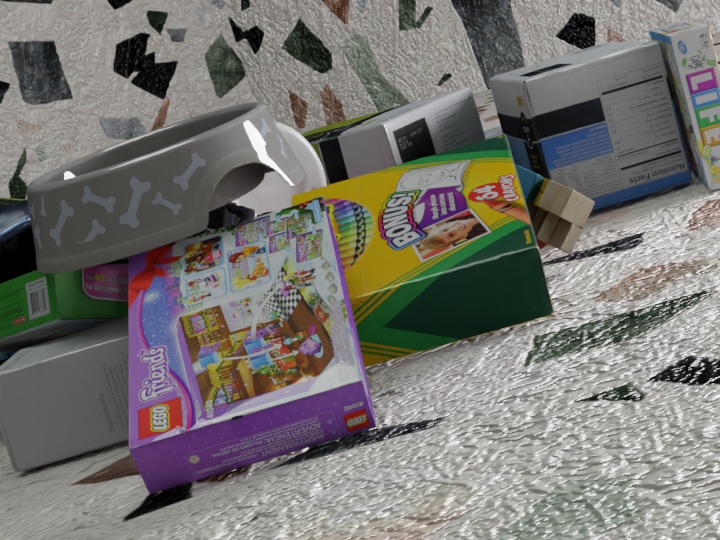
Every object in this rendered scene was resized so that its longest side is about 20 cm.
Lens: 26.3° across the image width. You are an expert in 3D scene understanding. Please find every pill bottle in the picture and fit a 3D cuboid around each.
[{"bbox_3d":[-0.126,-0.063,1.346,0.119,0.120,0.200,-22,10,-30],"label":"pill bottle"}]

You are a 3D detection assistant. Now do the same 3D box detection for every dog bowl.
[{"bbox_3d":[-0.139,-0.061,1.066,0.199,0.059,0.200,-18,12,4],"label":"dog bowl"}]

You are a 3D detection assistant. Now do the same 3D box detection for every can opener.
[{"bbox_3d":[-0.094,-0.024,1.128,0.066,0.053,0.200,7,4,-22],"label":"can opener"}]

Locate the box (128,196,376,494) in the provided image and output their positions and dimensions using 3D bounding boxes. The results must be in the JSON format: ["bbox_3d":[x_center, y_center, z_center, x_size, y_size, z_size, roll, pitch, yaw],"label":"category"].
[{"bbox_3d":[-0.072,0.039,0.936,0.136,0.039,0.200,-16,34,3],"label":"box"}]

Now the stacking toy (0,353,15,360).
[{"bbox_3d":[-0.262,0.067,1.314,0.199,0.086,0.085,-11,8,-8],"label":"stacking toy"}]

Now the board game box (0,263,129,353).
[{"bbox_3d":[-0.191,0.029,1.187,0.199,0.041,0.152,-1,-11,-45],"label":"board game box"}]

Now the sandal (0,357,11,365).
[{"bbox_3d":[-0.203,0.082,1.203,0.199,0.045,0.075,-4,0,-37],"label":"sandal"}]

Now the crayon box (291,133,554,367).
[{"bbox_3d":[0.037,-0.015,1.096,0.171,0.059,0.200,-15,26,6],"label":"crayon box"}]

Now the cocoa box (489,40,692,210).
[{"bbox_3d":[0.211,-0.134,1.441,0.132,0.132,0.200,-17,8,-2],"label":"cocoa box"}]

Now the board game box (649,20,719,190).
[{"bbox_3d":[0.300,-0.153,1.382,0.034,0.135,0.200,-15,9,8],"label":"board game box"}]

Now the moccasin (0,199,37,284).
[{"bbox_3d":[-0.246,-0.015,1.201,0.199,0.081,0.068,-22,38,-22],"label":"moccasin"}]

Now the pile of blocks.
[{"bbox_3d":[0.132,-0.049,1.264,0.082,0.062,0.200,25,4,-5],"label":"pile of blocks"}]

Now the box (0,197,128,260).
[{"bbox_3d":[-0.302,-0.041,1.359,0.199,0.048,0.193,5,0,-19],"label":"box"}]

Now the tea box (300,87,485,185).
[{"bbox_3d":[0.001,-0.078,1.488,0.196,0.135,0.200,-11,10,31],"label":"tea box"}]

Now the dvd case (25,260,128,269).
[{"bbox_3d":[-0.253,-0.003,1.346,0.142,0.018,0.200,6,2,-19],"label":"dvd case"}]

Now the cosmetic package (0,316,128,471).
[{"bbox_3d":[-0.144,0.067,1.055,0.199,0.075,0.102,-15,8,2],"label":"cosmetic package"}]
